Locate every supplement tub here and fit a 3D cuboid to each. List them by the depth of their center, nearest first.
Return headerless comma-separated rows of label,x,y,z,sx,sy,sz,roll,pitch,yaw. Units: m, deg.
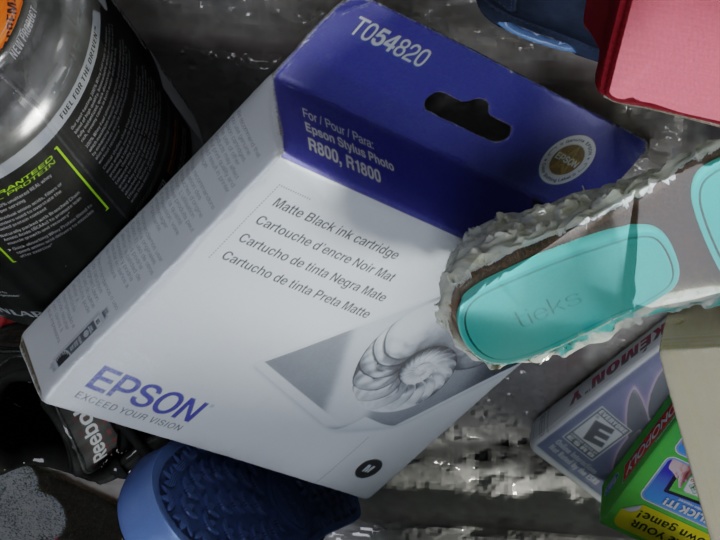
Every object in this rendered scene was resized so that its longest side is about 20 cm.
supplement tub,-0.142,-0.067,0.976,0.122,0.123,0.200,-4,157,13

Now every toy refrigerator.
toy refrigerator,0.173,0.082,1.040,0.070,0.076,0.201,-4,128,21

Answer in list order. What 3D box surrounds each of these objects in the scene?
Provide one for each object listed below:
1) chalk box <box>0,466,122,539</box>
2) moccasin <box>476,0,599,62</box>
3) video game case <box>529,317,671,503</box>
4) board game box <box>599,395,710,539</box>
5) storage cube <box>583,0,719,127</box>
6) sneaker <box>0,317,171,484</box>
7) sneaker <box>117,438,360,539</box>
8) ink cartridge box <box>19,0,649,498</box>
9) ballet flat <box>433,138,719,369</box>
chalk box,-0.134,0.195,1.218,0.199,0.125,0.124,27,126,-9
moccasin,0.137,-0.101,0.977,0.199,0.081,0.068,18,151,-17
video game case,0.207,0.082,1.137,0.200,0.023,0.182,38,123,-18
board game box,0.222,0.098,1.116,0.199,0.029,0.135,24,126,-9
storage cube,0.174,-0.132,0.816,0.199,0.171,0.181,13,103,0
sneaker,-0.087,0.045,1.114,0.199,0.098,0.071,-11,120,16
sneaker,-0.067,0.113,1.109,0.078,0.200,0.070,-32,78,17
ink cartridge box,0.000,0.000,1.023,0.199,0.041,0.200,21,122,-45
ballet flat,0.121,-0.021,0.968,0.199,0.072,0.072,-15,123,11
